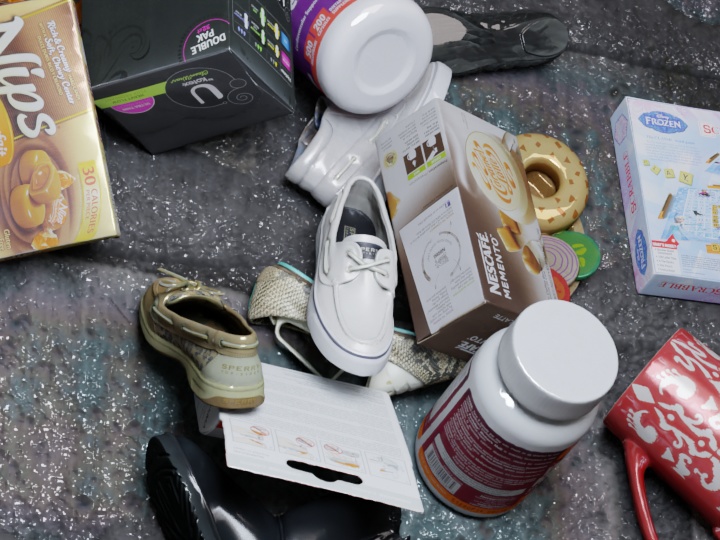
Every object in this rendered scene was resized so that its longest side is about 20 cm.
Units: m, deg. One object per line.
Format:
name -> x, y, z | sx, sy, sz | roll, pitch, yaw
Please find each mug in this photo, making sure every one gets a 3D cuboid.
mug -> 0.305, 0.165, 1.756 | 0.200, 0.134, 0.177 | 41, 51, 10

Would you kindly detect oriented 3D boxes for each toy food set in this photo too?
toy food set -> 0.122, -0.040, 1.855 | 0.199, 0.049, 0.199 | 6, 58, -20

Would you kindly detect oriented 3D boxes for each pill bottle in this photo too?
pill bottle -> 0.126, 0.112, 1.666 | 0.109, 0.200, 0.110 | 11, 56, -16
pill bottle -> -0.027, -0.229, 1.838 | 0.112, 0.113, 0.200 | -11, 36, -28

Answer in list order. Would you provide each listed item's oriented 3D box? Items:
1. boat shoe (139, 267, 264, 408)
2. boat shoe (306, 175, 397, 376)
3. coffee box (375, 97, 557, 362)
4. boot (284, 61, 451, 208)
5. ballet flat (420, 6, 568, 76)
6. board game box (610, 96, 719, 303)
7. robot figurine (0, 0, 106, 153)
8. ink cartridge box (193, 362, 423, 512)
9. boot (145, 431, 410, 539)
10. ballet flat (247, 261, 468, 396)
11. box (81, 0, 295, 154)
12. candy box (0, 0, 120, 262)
boat shoe -> -0.122, 0.043, 1.635 | 0.073, 0.063, 0.200 | -4, 24, -27
boat shoe -> 0.000, 0.000, 1.695 | 0.072, 0.066, 0.201 | 15, 39, -9
coffee box -> 0.091, -0.028, 1.728 | 0.114, 0.080, 0.201 | 21, 47, -43
boot -> 0.007, -0.135, 1.848 | 0.095, 0.074, 0.201 | 34, 53, -8
ballet flat -> 0.104, -0.216, 1.968 | 0.199, 0.057, 0.067 | -2, 88, -18
board game box -> 0.347, -0.061, 1.968 | 0.199, 0.041, 0.201 | 8, 58, -18
robot figurine -> -0.277, -0.165, 1.756 | 0.144, 0.058, 0.201 | 16, 54, -14
ink cartridge box -> -0.043, 0.139, 1.609 | 0.159, 0.048, 0.200 | 15, 21, -14
boot -> -0.059, 0.196, 1.611 | 0.167, 0.076, 0.201 | -20, 73, -30
ballet flat -> -0.005, 0.065, 1.734 | 0.199, 0.068, 0.076 | 25, 75, 1
box -> -0.148, -0.227, 1.762 | 0.124, 0.148, 0.201 | 41, 41, -56
candy box -> -0.269, -0.114, 1.662 | 0.115, 0.055, 0.201 | -11, 89, -5
